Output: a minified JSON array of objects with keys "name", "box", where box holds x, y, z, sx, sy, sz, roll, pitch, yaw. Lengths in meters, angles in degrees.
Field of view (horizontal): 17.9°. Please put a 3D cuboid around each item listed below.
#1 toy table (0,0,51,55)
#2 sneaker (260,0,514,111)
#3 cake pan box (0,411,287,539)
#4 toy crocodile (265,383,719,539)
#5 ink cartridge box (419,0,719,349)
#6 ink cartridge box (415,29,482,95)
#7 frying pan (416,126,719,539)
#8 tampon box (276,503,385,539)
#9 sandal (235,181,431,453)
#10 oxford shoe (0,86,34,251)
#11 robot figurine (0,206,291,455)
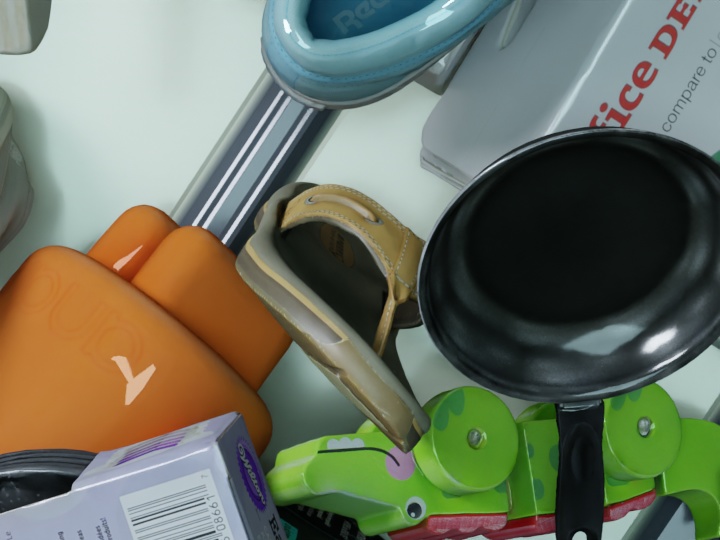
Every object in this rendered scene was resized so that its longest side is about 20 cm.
[{"name":"toy table","box":[-0.104,-0.171,0.689,0.199,0.117,0.184,-8,115,15]},{"name":"sneaker","box":[0.050,-0.124,0.721,0.074,0.082,0.200,44,92,-2]},{"name":"cake pan box","box":[-0.096,0.161,0.749,0.184,0.052,0.201,-20,96,9]},{"name":"toy crocodile","box":[0.058,0.077,0.855,0.199,0.067,0.062,-1,78,-33]},{"name":"ink cartridge box","box":[0.144,-0.047,0.835,0.200,0.084,0.146,29,93,-25]},{"name":"ink cartridge box","box":[-0.019,-0.176,0.836,0.200,0.147,0.145,30,93,1]},{"name":"frying pan","box":[0.089,0.022,0.781,0.115,0.031,0.190,-23,129,9]},{"name":"tampon box","box":[0.010,0.188,0.848,0.200,0.150,0.126,35,93,1]},{"name":"sandal","box":[0.000,0.000,0.816,0.054,0.200,0.080,-42,103,10]},{"name":"oxford shoe","box":[-0.168,-0.001,0.836,0.075,0.200,0.058,-7,122,18]},{"name":"robot figurine","box":[-0.113,0.073,0.848,0.144,0.117,0.200,34,78,17]}]
